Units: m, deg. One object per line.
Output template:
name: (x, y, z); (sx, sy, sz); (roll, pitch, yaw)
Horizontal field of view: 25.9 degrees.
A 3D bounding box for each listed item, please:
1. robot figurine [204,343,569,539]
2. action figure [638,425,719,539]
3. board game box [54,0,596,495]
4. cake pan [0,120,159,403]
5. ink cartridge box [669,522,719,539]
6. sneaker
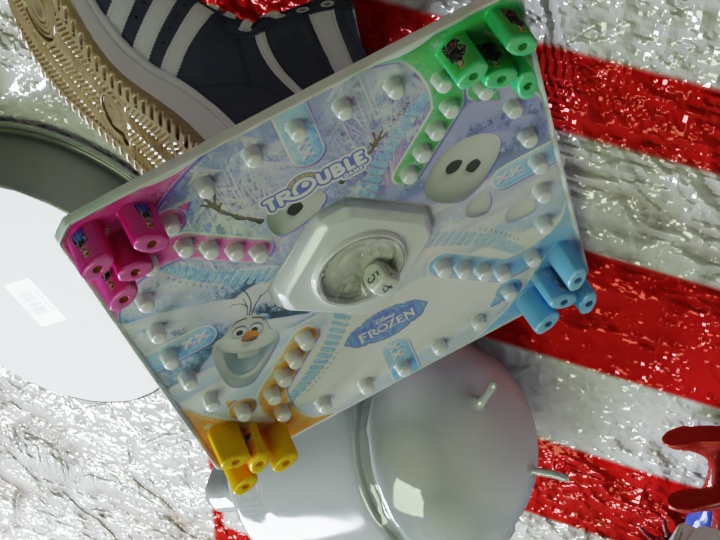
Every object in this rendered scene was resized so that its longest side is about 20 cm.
robot figurine: (0.010, 0.098, 0.820); (0.199, 0.113, 0.170); (-15, 137, 40)
action figure: (0.181, 0.169, 0.841); (0.051, 0.066, 0.201); (-9, 130, 7)
board game box: (0.000, 0.000, 0.661); (0.199, 0.026, 0.200); (-28, 143, -2)
cake pan: (-0.174, 0.004, 0.884); (0.199, 0.037, 0.201); (16, 140, 14)
ink cartridge box: (0.182, 0.240, 0.787); (0.145, 0.084, 0.200); (26, 135, 11)
sneaker: (-0.073, -0.103, 0.699); (0.200, 0.108, 0.070); (46, 151, 27)
